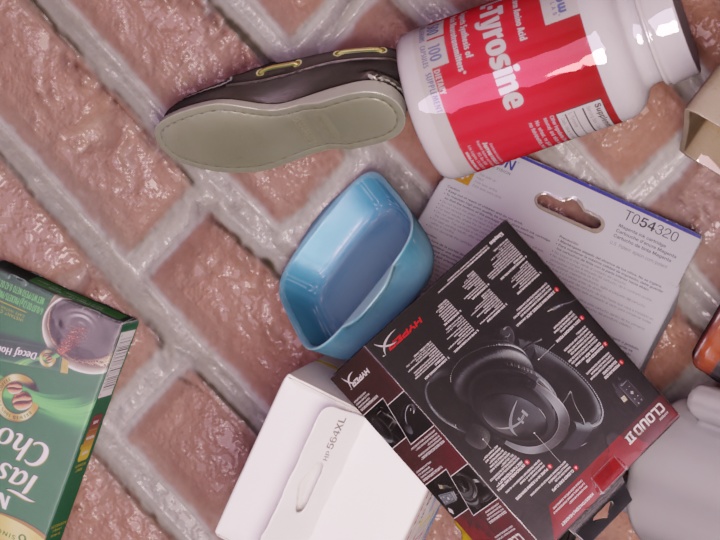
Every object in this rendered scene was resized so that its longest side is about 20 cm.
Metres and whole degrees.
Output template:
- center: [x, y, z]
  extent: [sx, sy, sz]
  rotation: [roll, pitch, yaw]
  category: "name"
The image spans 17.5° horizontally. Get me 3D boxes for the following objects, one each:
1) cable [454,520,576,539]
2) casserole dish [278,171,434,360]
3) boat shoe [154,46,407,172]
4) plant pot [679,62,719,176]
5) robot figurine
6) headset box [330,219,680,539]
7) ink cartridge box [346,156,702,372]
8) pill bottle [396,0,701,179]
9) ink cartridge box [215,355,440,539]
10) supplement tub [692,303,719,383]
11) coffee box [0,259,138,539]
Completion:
- center: [0.098, 0.231, 1.751]
  extent: [0.096, 0.050, 0.201]
  rotation: [11, 111, -11]
  category: "cable"
- center: [0.000, 0.000, 1.679]
  extent: [0.039, 0.200, 0.121]
  rotation: [36, 97, -20]
  category: "casserole dish"
- center: [-0.056, -0.122, 1.738]
  extent: [0.200, 0.061, 0.072]
  rotation: [-6, 137, 21]
  category: "boat shoe"
- center: [0.348, -0.119, 1.589]
  extent: [0.199, 0.200, 0.178]
  rotation: [31, 88, 9]
  category: "plant pot"
- center: [0.265, 0.157, 1.633]
  extent: [0.199, 0.113, 0.170]
  rotation: [20, 135, 41]
  category: "robot figurine"
- center: [0.104, 0.093, 1.573]
  extent: [0.200, 0.077, 0.149]
  rotation: [48, 62, 1]
  category: "headset box"
- center: [0.119, 0.025, 1.694]
  extent: [0.195, 0.043, 0.201]
  rotation: [25, 68, 14]
  category: "ink cartridge box"
- center: [0.135, -0.147, 1.665]
  extent: [0.199, 0.112, 0.113]
  rotation: [-19, 90, 13]
  category: "pill bottle"
- center: [-0.009, 0.148, 1.674]
  extent: [0.125, 0.200, 0.129]
  rotation: [25, 99, 8]
  category: "ink cartridge box"
- center: [0.339, 0.072, 1.640]
  extent: [0.199, 0.107, 0.107]
  rotation: [32, 101, 8]
  category: "supplement tub"
- center: [-0.261, 0.108, 1.808]
  extent: [0.122, 0.044, 0.201]
  rotation: [23, 99, 10]
  category: "coffee box"
